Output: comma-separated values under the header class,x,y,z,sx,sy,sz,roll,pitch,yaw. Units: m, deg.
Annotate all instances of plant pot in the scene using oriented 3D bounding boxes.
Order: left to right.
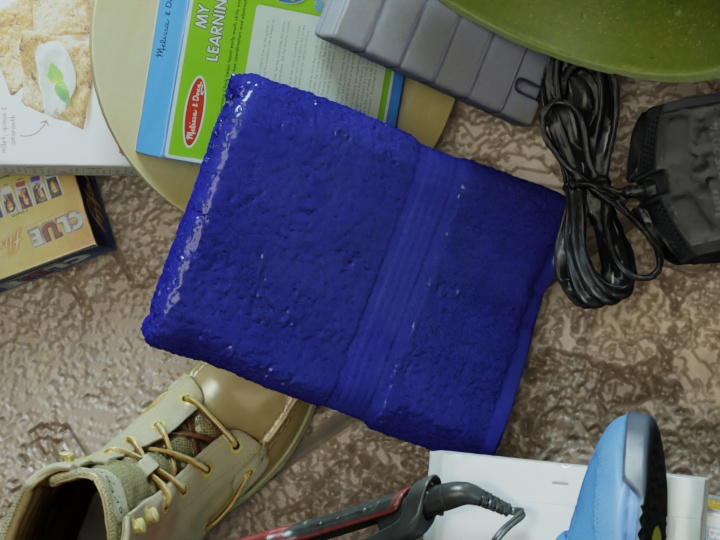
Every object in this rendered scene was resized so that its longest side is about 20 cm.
class,x,y,z,sx,sy,sz,roll,pitch,yaw
plant pot,0.126,-0.218,0.998,0.200,0.200,0.190,19,75,13

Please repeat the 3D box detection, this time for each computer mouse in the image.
class,x,y,z,sx,sy,sz,roll,pitch,yaw
computer mouse,0.194,-0.056,1.069,0.200,0.053,0.139,-7,80,11

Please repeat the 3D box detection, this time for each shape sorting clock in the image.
class,x,y,z,sx,sy,sz,roll,pitch,yaw
shape sorting clock,-0.041,-0.116,1.083,0.200,0.039,0.200,-4,99,-24

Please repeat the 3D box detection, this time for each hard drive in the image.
class,x,y,z,sx,sy,sz,roll,pitch,yaw
hard drive,0.089,0.191,0.995,0.132,0.026,0.200,4,87,17

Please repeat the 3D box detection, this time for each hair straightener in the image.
class,x,y,z,sx,sy,sz,roll,pitch,yaw
hair straightener,-0.011,0.153,1.007,0.200,0.041,0.077,-20,72,20

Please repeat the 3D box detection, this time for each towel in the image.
class,x,y,z,sx,sy,sz,roll,pitch,yaw
towel,0.000,0.000,1.070,0.200,0.050,0.148,21,87,-21

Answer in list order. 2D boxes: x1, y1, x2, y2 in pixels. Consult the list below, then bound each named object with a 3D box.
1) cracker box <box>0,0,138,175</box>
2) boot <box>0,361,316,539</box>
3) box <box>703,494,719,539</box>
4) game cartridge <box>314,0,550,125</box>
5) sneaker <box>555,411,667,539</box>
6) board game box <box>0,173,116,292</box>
class,x,y,z,sx,sy,sz,roll,pitch,yaw
cracker box,-0.146,-0.118,1.116,0.200,0.058,0.134,0,87,-7
boot,-0.101,0.097,1.075,0.073,0.155,0.200,43,96,11
box,0.188,0.216,1.032,0.112,0.101,0.200,10,89,14
game cartridge,0.066,-0.189,1.080,0.130,0.038,0.200,22,90,-21
sneaker,0.090,0.159,0.949,0.078,0.066,0.200,8,88,21
board game box,-0.249,-0.042,1.177,0.200,0.035,0.136,-19,83,11
